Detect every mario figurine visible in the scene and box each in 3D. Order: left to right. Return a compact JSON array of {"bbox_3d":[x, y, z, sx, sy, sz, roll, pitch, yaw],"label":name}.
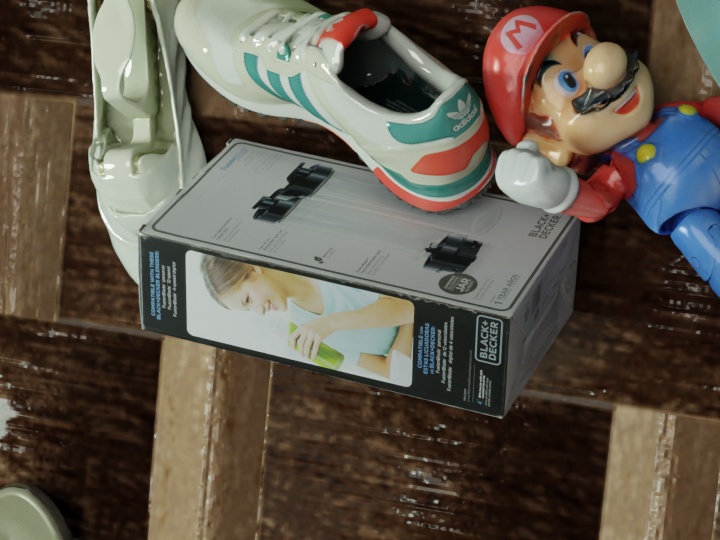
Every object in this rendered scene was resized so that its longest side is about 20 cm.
[{"bbox_3d":[0.145,-0.062,1.103,0.200,0.123,0.106,38,118,9],"label":"mario figurine"}]

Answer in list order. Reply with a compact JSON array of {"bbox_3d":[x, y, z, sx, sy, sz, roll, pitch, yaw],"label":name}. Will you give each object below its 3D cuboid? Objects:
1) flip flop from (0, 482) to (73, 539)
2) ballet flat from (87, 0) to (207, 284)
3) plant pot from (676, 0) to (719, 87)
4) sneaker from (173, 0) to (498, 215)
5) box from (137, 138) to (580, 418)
[{"bbox_3d":[-0.237,0.201,1.293,0.200,0.058,0.081,-41,80,18],"label":"flip flop"},{"bbox_3d":[-0.122,-0.080,1.226,0.069,0.069,0.201,-3,93,20],"label":"ballet flat"},{"bbox_3d":[0.239,-0.134,1.025,0.161,0.200,0.201,-34,82,26],"label":"plant pot"},{"bbox_3d":[-0.015,-0.111,1.150,0.199,0.094,0.070,34,66,24],"label":"sneaker"},{"bbox_3d":[0.000,0.000,1.156,0.199,0.117,0.060,13,122,18],"label":"box"}]
